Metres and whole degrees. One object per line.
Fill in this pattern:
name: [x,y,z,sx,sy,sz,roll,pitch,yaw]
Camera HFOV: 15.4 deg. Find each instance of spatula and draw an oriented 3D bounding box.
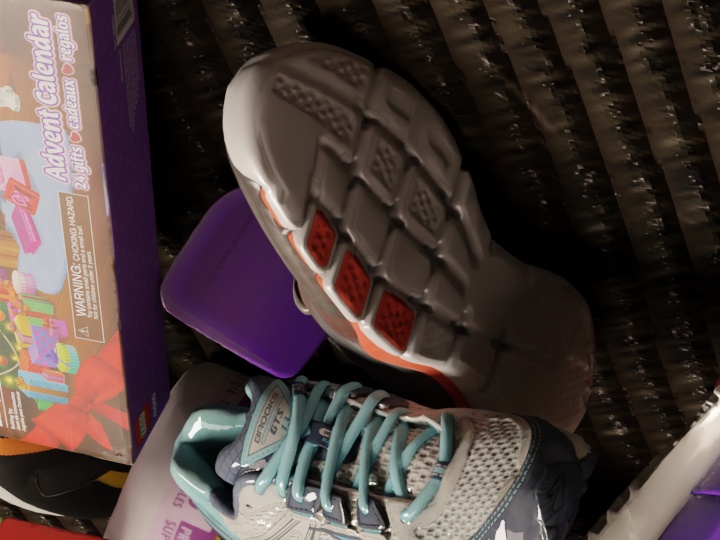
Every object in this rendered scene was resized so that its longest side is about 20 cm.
spatula: [0.008,0.033,0.968,0.021,0.057,0.200,27,173,47]

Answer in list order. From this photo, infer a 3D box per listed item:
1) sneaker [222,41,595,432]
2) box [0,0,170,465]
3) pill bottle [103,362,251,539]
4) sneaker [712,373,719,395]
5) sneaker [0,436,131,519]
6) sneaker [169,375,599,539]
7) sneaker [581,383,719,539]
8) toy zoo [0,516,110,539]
sneaker: [0.000,0.000,0.879,0.082,0.077,0.200,4,148,39]
box: [-0.138,-0.030,0.886,0.137,0.039,0.200,12,133,14]
pill bottle: [0.006,0.122,1.031,0.200,0.112,0.112,22,152,5]
sneaker: [0.173,0.090,0.932,0.090,0.078,0.200,5,138,26]
sneaker: [-0.122,0.036,1.020,0.090,0.070,0.200,0,144,39]
sneaker: [-0.002,0.074,0.877,0.086,0.078,0.200,38,156,-20]
sneaker: [0.142,0.076,0.823,0.100,0.070,0.200,44,112,9]
toy zoo: [-0.067,0.142,0.982,0.200,0.020,0.131,9,147,30]
